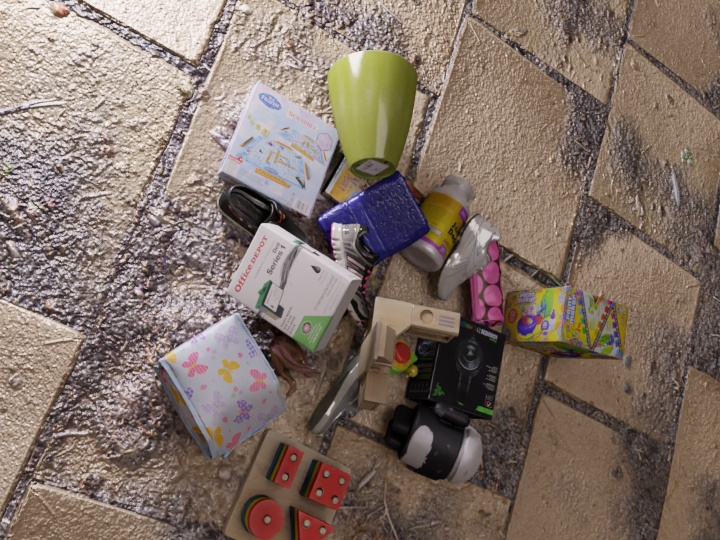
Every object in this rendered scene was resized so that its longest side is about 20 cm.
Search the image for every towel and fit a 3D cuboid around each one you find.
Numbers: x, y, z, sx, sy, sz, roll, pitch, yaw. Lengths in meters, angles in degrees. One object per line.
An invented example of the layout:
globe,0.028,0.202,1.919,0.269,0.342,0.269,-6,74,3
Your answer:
towel,0.027,-0.094,1.416,0.198,0.050,0.149,-30,103,1

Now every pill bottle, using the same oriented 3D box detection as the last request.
pill bottle,0.170,-0.106,1.502,0.104,0.104,0.202,38,69,-19

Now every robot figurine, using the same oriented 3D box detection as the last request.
robot figurine,0.151,0.348,1.414,0.197,0.151,0.127,23,69,2

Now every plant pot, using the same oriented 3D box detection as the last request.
plant pot,0.023,-0.292,1.379,0.184,0.186,0.204,10,69,-27

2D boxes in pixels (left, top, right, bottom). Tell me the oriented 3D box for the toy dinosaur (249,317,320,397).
toy dinosaur,-0.143,0.142,1.272,0.085,0.200,0.138,-26,108,-15

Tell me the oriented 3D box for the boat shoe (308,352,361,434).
boat shoe,-0.023,0.252,1.376,0.071,0.070,0.202,44,63,-11

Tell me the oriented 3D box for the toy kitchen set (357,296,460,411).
toy kitchen set,0.098,0.158,1.314,0.177,0.164,0.204,11,67,-6

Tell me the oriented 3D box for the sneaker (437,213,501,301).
sneaker,0.228,-0.018,1.488,0.086,0.074,0.202,31,104,6

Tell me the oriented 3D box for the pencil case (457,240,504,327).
pencil case,0.271,0.026,1.554,0.093,0.089,0.205,4,78,-63

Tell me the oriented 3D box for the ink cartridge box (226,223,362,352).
ink cartridge box,-0.120,0.028,1.242,0.198,0.084,0.148,31,97,12

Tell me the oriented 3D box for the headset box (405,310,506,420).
headset box,0.204,0.211,1.488,0.172,0.092,0.204,22,72,-24

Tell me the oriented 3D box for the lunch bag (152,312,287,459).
lunch bag,-0.246,0.208,1.232,0.168,0.127,0.202,-33,89,-27

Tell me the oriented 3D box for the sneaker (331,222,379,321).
sneaker,0.000,0.000,1.367,0.086,0.074,0.204,-11,98,6

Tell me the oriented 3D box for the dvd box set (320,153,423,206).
dvd box set,0.027,-0.163,1.474,0.199,0.029,0.148,38,68,-20

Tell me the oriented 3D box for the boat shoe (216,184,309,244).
boat shoe,-0.179,-0.094,1.338,0.200,0.063,0.075,32,68,-23

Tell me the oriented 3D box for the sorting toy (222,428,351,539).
sorting toy,-0.124,0.433,1.302,0.198,0.069,0.202,31,71,-22

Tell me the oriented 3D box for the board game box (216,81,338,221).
board game box,-0.157,-0.232,1.375,0.198,0.041,0.203,28,72,-23

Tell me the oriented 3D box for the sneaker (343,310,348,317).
sneaker,-0.085,0.031,1.342,0.198,0.115,0.076,34,70,-21

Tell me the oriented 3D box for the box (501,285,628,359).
box,0.459,0.122,1.579,0.190,0.199,0.125,17,77,-25

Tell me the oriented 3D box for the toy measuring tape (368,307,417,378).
toy measuring tape,0.044,0.150,1.427,0.200,0.073,0.074,47,66,-8
